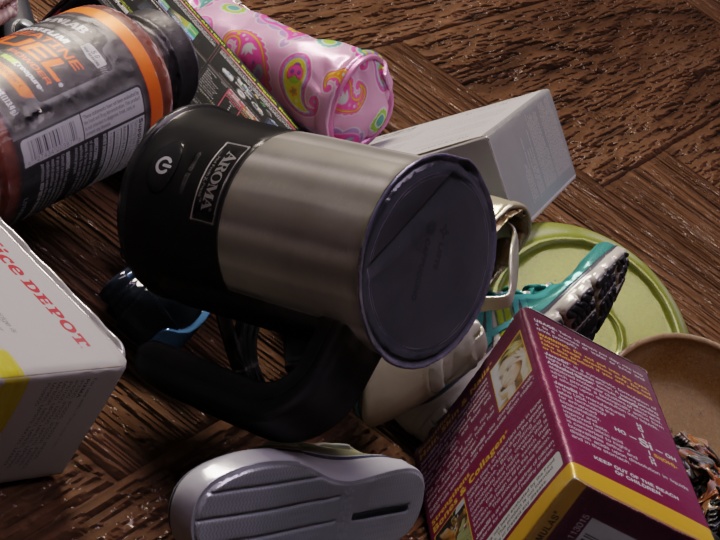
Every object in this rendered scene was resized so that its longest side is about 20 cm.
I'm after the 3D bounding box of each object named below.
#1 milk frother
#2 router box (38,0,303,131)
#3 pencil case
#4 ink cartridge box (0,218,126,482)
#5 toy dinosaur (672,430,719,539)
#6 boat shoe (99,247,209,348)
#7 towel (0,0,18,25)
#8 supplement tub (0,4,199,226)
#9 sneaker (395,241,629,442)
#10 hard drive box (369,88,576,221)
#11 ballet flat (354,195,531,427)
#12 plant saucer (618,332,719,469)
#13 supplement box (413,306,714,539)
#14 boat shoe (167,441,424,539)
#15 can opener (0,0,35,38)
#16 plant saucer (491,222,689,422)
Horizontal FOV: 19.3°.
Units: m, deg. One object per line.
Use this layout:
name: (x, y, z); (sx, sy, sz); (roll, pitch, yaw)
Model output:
milk frother: (-0.014, 0.013, 1.211); (0.188, 0.181, 0.200); (16, 2, 40)
router box: (-0.132, -0.128, 1.491); (0.200, 0.062, 0.150); (49, 19, -11)
pencil case: (-0.070, -0.158, 1.620); (0.200, 0.088, 0.087); (26, 15, 33)
ink cartridge box: (-0.237, 0.037, 1.053); (0.145, 0.083, 0.200); (44, 25, 26)
toy dinosaur: (0.235, 0.195, 1.328); (0.200, 0.102, 0.136); (46, 26, 26)
boat shoe: (-0.114, -0.020, 1.336); (0.069, 0.084, 0.200); (41, 18, -12)
towel: (-0.329, -0.171, 1.324); (0.200, 0.032, 0.191); (10, 14, -1)
supplement tub: (-0.190, -0.100, 1.306); (0.107, 0.107, 0.200); (39, 42, 17)
sneaker: (0.097, 0.036, 1.403); (0.200, 0.078, 0.080); (-34, 61, -21)
hard drive box: (0.057, -0.063, 1.555); (0.077, 0.156, 0.200); (72, 22, -8)
ballet flat: (0.060, 0.024, 1.346); (0.069, 0.069, 0.200); (31, 52, -4)
plant saucer: (0.224, 0.141, 1.426); (0.200, 0.035, 0.200); (15, 60, -28)
supplement box: (0.116, 0.136, 1.261); (0.103, 0.131, 0.200); (27, 23, -18)
boat shoe: (-0.044, 0.128, 1.166); (0.062, 0.072, 0.200); (17, 6, 36)
can opener: (-0.231, -0.130, 1.438); (0.079, 0.063, 0.200); (8, 30, -15)
plant saucer: (0.153, 0.050, 1.479); (0.200, 0.031, 0.200); (10, 62, -19)
